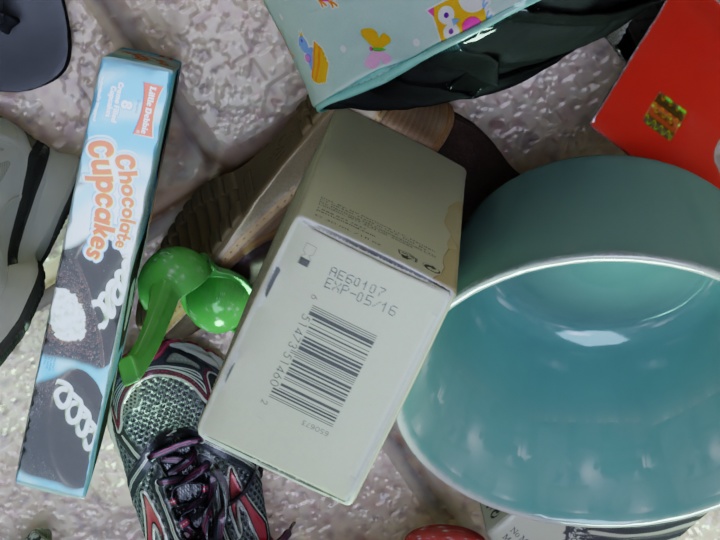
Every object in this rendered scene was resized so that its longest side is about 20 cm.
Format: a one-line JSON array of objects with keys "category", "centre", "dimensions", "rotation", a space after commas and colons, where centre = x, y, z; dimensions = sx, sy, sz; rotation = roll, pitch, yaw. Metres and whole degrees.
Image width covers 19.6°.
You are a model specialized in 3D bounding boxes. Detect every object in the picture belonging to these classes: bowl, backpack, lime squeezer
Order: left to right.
[{"category": "lime squeezer", "centre": [-0.068, 0.024, 0.981], "dimensions": [0.038, 0.200, 0.071], "rotation": [-39, 71, 12]}, {"category": "backpack", "centre": [0.047, -0.150, 0.881], "dimensions": [0.175, 0.200, 0.154], "rotation": [-19, 102, 40]}, {"category": "bowl", "centre": [0.116, 0.022, 0.980], "dimensions": [0.199, 0.106, 0.202], "rotation": [3, 140, 2]}]

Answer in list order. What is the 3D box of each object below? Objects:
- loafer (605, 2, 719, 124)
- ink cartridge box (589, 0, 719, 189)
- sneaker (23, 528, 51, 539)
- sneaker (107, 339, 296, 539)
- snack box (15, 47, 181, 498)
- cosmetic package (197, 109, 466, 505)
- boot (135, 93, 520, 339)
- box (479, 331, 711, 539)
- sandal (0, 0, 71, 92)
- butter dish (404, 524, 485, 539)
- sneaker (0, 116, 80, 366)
[{"category": "loafer", "centre": [0.134, -0.150, 1.000], "dimensions": [0.075, 0.068, 0.200], "rotation": [-36, 109, 10]}, {"category": "ink cartridge box", "centre": [0.228, -0.092, 0.993], "dimensions": [0.199, 0.043, 0.175], "rotation": [33, 86, -28]}, {"category": "sneaker", "centre": [-0.125, 0.211, 1.128], "dimensions": [0.199, 0.077, 0.089], "rotation": [35, 97, -17]}, {"category": "sneaker", "centre": [-0.078, 0.129, 1.094], "dimensions": [0.080, 0.075, 0.202], "rotation": [-18, 110, 5]}, {"category": "snack box", "centre": [-0.124, -0.004, 0.996], "dimensions": [0.037, 0.116, 0.202], "rotation": [12, 97, -5]}, {"category": "cosmetic package", "centre": [-0.007, 0.008, 0.896], "dimensions": [0.073, 0.200, 0.104], "rotation": [25, 108, -3]}, {"category": "boot", "centre": [0.000, 0.000, 1.052], "dimensions": [0.166, 0.073, 0.200], "rotation": [32, 121, -26]}, {"category": "box", "centre": [0.158, 0.083, 1.091], "dimensions": [0.082, 0.068, 0.200], "rotation": [41, 104, -17]}, {"category": "sandal", "centre": [-0.208, -0.168, 0.989], "dimensions": [0.076, 0.043, 0.201], "rotation": [-27, 110, 8]}, {"category": "butter dish", "centre": [0.042, 0.207, 1.082], "dimensions": [0.198, 0.199, 0.149], "rotation": [-5, 77, 32]}, {"category": "sneaker", "centre": [-0.205, -0.015, 0.966], "dimensions": [0.115, 0.201, 0.076], "rotation": [33, 122, -17]}]
